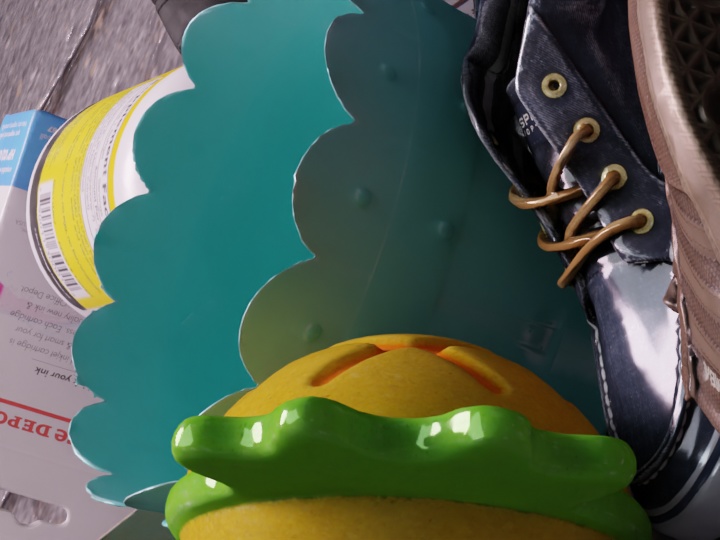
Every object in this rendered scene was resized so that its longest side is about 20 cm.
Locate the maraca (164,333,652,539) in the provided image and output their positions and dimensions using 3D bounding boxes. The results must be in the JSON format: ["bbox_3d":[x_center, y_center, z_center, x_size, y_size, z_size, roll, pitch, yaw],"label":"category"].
[{"bbox_3d":[0.013,0.066,0.649,0.200,0.137,0.107,84,-174,-71],"label":"maraca"}]

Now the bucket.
[{"bbox_3d":[0.000,0.000,0.809,0.207,0.135,0.207,-50,29,41],"label":"bucket"}]

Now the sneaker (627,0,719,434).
[{"bbox_3d":[0.099,-0.002,0.600,0.076,0.070,0.200,135,127,-57],"label":"sneaker"}]

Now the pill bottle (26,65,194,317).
[{"bbox_3d":[-0.064,-0.032,1.019,0.200,0.114,0.114,-8,65,66],"label":"pill bottle"}]

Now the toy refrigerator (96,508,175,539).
[{"bbox_3d":[-0.079,0.139,0.827,0.070,0.076,0.200,-52,-5,16],"label":"toy refrigerator"}]

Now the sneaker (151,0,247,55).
[{"bbox_3d":[-0.062,-0.148,1.003,0.060,0.104,0.200,-36,-5,26],"label":"sneaker"}]

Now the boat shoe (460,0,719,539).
[{"bbox_3d":[0.074,-0.019,0.707,0.071,0.091,0.200,-43,34,50],"label":"boat shoe"}]

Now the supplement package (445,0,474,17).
[{"bbox_3d":[-0.019,-0.178,0.907,0.110,0.200,0.114,-29,45,51],"label":"supplement package"}]

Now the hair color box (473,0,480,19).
[{"bbox_3d":[0.072,-0.196,0.837,0.099,0.061,0.200,77,-162,-63],"label":"hair color box"}]

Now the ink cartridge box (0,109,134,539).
[{"bbox_3d":[-0.144,0.035,1.153,0.068,0.115,0.200,3,75,68],"label":"ink cartridge box"}]
